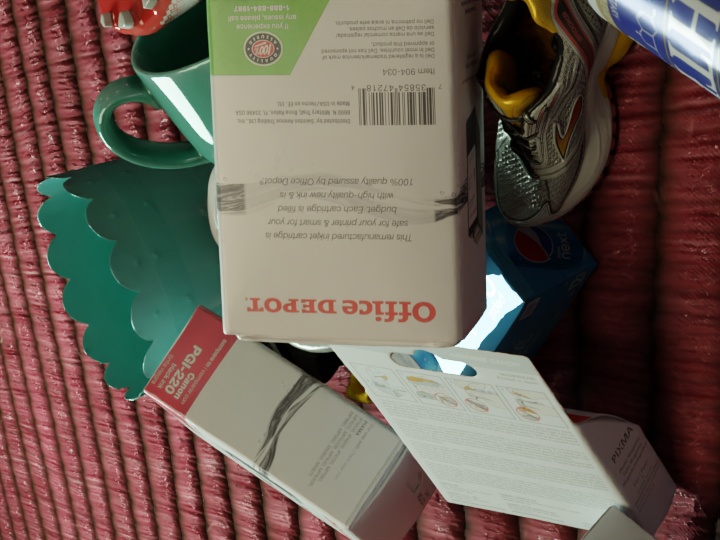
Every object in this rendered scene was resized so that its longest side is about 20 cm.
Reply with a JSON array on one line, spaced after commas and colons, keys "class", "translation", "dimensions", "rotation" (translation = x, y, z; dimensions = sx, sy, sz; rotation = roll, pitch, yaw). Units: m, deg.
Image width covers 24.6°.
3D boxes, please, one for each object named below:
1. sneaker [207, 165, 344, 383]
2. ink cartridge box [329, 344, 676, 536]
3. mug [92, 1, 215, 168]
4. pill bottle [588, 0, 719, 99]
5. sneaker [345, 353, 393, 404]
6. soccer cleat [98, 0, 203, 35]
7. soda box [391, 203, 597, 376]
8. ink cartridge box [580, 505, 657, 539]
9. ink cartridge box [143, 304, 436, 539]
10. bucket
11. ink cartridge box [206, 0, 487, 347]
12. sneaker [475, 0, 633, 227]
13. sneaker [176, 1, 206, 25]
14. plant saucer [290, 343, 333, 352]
[{"class": "sneaker", "translation": [-0.049, 0.002, 1.288], "dimensions": [0.112, 0.073, 0.200], "rotation": [30, 145, 42]}, {"class": "ink cartridge box", "translation": [0.087, 0.088, 1.023], "dimensions": [0.162, 0.057, 0.200], "rotation": [6, 141, 39]}, {"class": "mug", "translation": [-0.070, -0.134, 1.098], "dimensions": [0.185, 0.152, 0.115], "rotation": [-11, 129, 37]}, {"class": "pill bottle", "translation": [0.202, -0.115, 0.713], "dimensions": [0.200, 0.119, 0.120], "rotation": [42, 145, 35]}, {"class": "sneaker", "translation": [0.000, 0.000, 1.187], "dimensions": [0.073, 0.077, 0.201], "rotation": [-4, 103, 61]}, {"class": "soccer cleat", "translation": [-0.101, -0.198, 1.047], "dimensions": [0.200, 0.085, 0.069], "rotation": [-20, 82, 52]}, {"class": "soda box", "translation": [0.081, 0.034, 1.095], "dimensions": [0.068, 0.064, 0.200], "rotation": [53, 149, 18]}, {"class": "ink cartridge box", "translation": [0.216, 0.233, 0.998], "dimensions": [0.200, 0.039, 0.100], "rotation": [36, 157, 23]}, {"class": "ink cartridge box", "translation": [-0.049, 0.127, 1.265], "dimensions": [0.200, 0.085, 0.146], "rotation": [29, 170, 20]}, {"class": "bucket", "translation": [-0.171, -0.006, 1.394], "dimensions": [0.207, 0.134, 0.208], "rotation": [47, 149, 40]}, {"class": "ink cartridge box", "translation": [-0.005, -0.064, 0.955], "dimensions": [0.145, 0.084, 0.201], "rotation": [2, 103, 15]}, {"class": "sneaker", "translation": [0.097, -0.102, 0.937], "dimensions": [0.078, 0.082, 0.200], "rotation": [43, 146, 32]}, {"class": "sneaker", "translation": [-0.137, -0.241, 1.143], "dimensions": [0.076, 0.115, 0.201], "rotation": [-4, 111, 59]}, {"class": "plant saucer", "translation": [0.012, -0.034, 1.098], "dimensions": [0.200, 0.050, 0.201], "rotation": [-32, 45, 39]}]
